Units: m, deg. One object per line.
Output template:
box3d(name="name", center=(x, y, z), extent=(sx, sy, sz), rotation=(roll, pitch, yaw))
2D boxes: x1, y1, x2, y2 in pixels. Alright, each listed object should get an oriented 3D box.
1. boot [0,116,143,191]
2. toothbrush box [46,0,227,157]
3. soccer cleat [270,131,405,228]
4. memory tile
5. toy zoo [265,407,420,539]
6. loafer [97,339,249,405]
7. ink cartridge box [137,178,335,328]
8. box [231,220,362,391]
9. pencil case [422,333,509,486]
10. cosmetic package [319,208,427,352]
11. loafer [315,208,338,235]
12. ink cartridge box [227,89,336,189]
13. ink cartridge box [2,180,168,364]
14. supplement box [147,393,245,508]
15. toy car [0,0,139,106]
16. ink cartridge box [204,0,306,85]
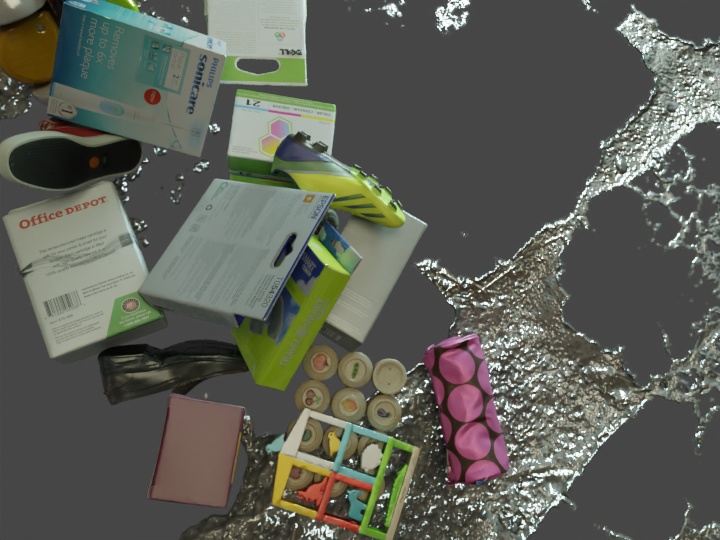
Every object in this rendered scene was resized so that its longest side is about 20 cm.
box3d(name="boot", center=(-0.407, -0.161, 0.862), extent=(0.144, 0.200, 0.073), rotation=(22, 112, 23))
box3d(name="toothbrush box", center=(-0.290, -0.254, 0.874), extent=(0.199, 0.085, 0.147), rotation=(14, 117, -20))
box3d(name="soccer cleat", center=(-0.031, -0.109, 0.904), extent=(0.200, 0.065, 0.084), rotation=(34, 103, 1))
box3d(name="memory tile", center=(-0.023, 0.210, 0.914), extent=(0.153, 0.017, 0.201), rotation=(14, 80, -7))
box3d(name="toy zoo", center=(-0.033, 0.267, 0.886), extent=(0.199, 0.020, 0.132), rotation=(20, 80, -5))
box3d(name="loafer", center=(-0.242, 0.136, 0.885), extent=(0.199, 0.073, 0.073), rotation=(-2, 99, -7))
box3d(name="ink cartridge box", center=(-0.149, -0.024, 0.833), extent=(0.199, 0.043, 0.197), rotation=(11, 57, 27))
box3d(name="box", center=(-0.087, 0.037, 0.849), extent=(0.048, 0.122, 0.201), rotation=(22, 105, -36))
box3d(name="pencil case", center=(0.142, 0.193, 0.921), extent=(0.093, 0.091, 0.201), rotation=(-10, 76, -5))
box3d(name="cosmetic package", center=(0.000, 0.000, 0.943), extent=(0.107, 0.090, 0.200), rotation=(32, 71, -1))
box3d(name="loafer", center=(-0.119, -0.027, 0.925), extent=(0.200, 0.075, 0.070), rotation=(-38, 56, -10))
box3d(name="ink cartridge box", center=(-0.119, -0.143, 0.959), extent=(0.147, 0.076, 0.201), rotation=(7, 75, -8))
box3d(name="ink cartridge box", center=(-0.360, 0.003, 0.880), extent=(0.146, 0.083, 0.201), rotation=(-20, 81, -14))
box3d(name="supplement box", center=(-0.189, 0.215, 0.798), extent=(0.085, 0.200, 0.111), rotation=(11, 75, -7))
box3d(name="toy car", center=(-0.413, -0.341, 0.931), extent=(0.199, 0.175, 0.150), rotation=(-27, 44, -11))
box3d(name="ink cartridge box", center=(-0.158, -0.360, 0.999), extent=(0.147, 0.076, 0.201), rotation=(-1, 81, -10))
